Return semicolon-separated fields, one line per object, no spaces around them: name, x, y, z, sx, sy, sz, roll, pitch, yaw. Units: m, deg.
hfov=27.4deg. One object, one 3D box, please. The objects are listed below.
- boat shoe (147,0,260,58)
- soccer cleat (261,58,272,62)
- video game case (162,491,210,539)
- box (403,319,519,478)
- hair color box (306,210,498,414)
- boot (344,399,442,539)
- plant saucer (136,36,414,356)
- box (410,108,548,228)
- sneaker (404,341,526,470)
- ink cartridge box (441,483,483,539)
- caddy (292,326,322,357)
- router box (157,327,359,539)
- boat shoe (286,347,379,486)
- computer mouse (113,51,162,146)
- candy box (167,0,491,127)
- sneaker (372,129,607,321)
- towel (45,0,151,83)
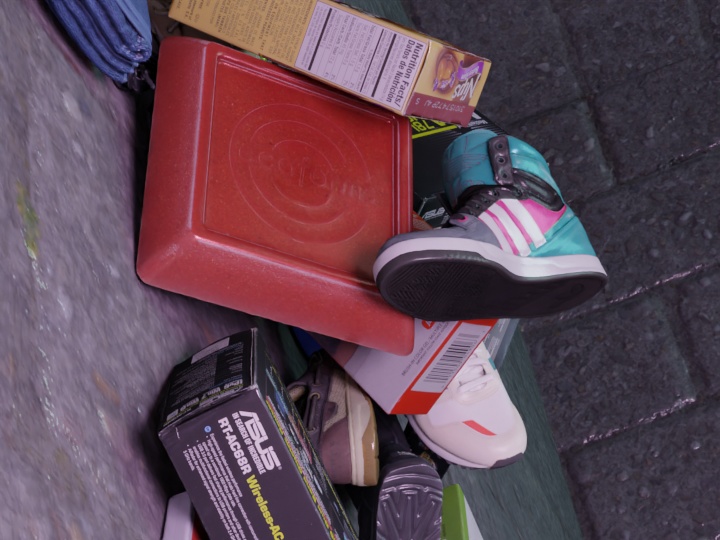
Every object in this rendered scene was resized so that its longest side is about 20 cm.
boat shoe;-0.138;-0.207;1.143;0.201;0.072;0.065;68;16;12
soccer cleat;-0.097;-0.135;1.228;0.065;0.083;0.200;69;-11;-20
video game case;-0.060;0.238;0.804;0.143;0.017;0.201;-92;159;-61
box;0.089;0.085;1.280;0.200;0.046;0.159;-63;178;-43
hair color box;0.000;0.000;1.091;0.200;0.111;0.064;43;16;27
boot;0.011;0.195;1.147;0.200;0.065;0.166;-139;-120;-73
plant saucer;-0.043;-0.059;0.987;0.199;0.037;0.201;17;53;-24
box;0.042;-0.119;1.344;0.193;0.048;0.199;39;34;27
sneaker;0.060;0.060;1.116;0.200;0.070;0.094;55;-28;40
ink cartridge box;0.092;0.318;1.318;0.148;0.075;0.201;-90;158;-66
caddy;0.002;0.025;1.318;0.200;0.104;0.142;58;16;-50
router box;-0.045;0.146;0.858;0.150;0.062;0.201;-115;180;-80
boat shoe;-0.029;0.103;1.102;0.201;0.066;0.072;-117;-153;-71
computer mouse;-0.113;-0.066;1.043;0.201;0.053;0.138;62;19;10
candy box;-0.020;-0.163;1.041;0.117;0.199;0.057;-2;116;-65
sneaker;0.074;-0.037;0.988;0.199;0.084;0.121;4;55;-44
towel;-0.186;-0.229;0.972;0.112;0.048;0.201;57;17;-54
